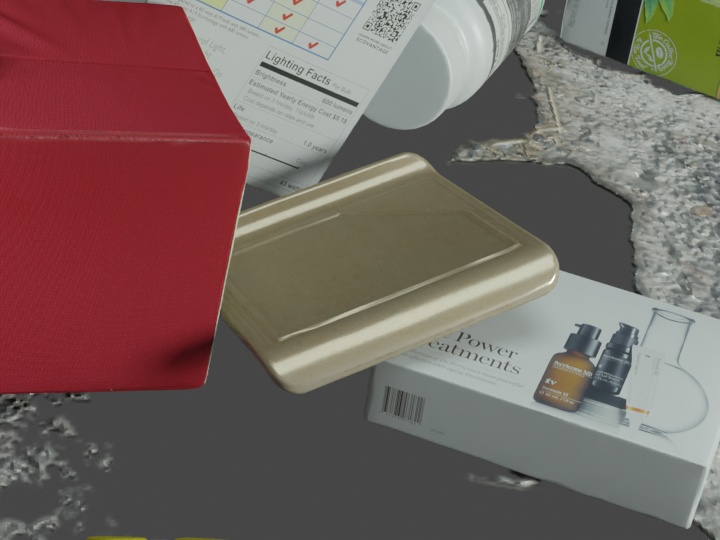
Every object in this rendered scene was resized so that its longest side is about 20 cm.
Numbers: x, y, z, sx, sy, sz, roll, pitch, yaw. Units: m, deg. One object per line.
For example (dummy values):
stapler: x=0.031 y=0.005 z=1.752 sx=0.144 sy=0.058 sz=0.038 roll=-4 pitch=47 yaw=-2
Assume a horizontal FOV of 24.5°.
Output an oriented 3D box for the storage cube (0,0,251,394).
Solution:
storage cube: x=-0.180 y=-0.047 z=0.963 sx=0.179 sy=0.201 sz=0.171 roll=0 pitch=34 yaw=-23

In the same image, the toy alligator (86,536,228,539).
toy alligator: x=-0.126 y=0.158 z=0.801 sx=0.199 sy=0.060 sz=0.054 roll=2 pitch=-8 yaw=-7

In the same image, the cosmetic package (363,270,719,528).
cosmetic package: x=0.121 y=0.061 z=0.998 sx=0.199 sy=0.052 sz=0.151 roll=17 pitch=32 yaw=13

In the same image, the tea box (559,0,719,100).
tea box: x=0.309 y=-0.255 z=1.430 sx=0.196 sy=0.134 sz=0.200 roll=24 pitch=37 yaw=23

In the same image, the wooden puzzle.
wooden puzzle: x=0.000 y=0.000 z=1.022 sx=0.184 sy=0.037 sz=0.200 roll=-21 pitch=30 yaw=-15

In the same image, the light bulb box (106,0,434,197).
light bulb box: x=-0.082 y=-0.179 z=1.115 sx=0.198 sy=0.200 sz=0.125 roll=19 pitch=22 yaw=-40

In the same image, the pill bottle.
pill bottle: x=0.063 y=-0.194 z=1.303 sx=0.113 sy=0.113 sz=0.200 roll=20 pitch=35 yaw=16
